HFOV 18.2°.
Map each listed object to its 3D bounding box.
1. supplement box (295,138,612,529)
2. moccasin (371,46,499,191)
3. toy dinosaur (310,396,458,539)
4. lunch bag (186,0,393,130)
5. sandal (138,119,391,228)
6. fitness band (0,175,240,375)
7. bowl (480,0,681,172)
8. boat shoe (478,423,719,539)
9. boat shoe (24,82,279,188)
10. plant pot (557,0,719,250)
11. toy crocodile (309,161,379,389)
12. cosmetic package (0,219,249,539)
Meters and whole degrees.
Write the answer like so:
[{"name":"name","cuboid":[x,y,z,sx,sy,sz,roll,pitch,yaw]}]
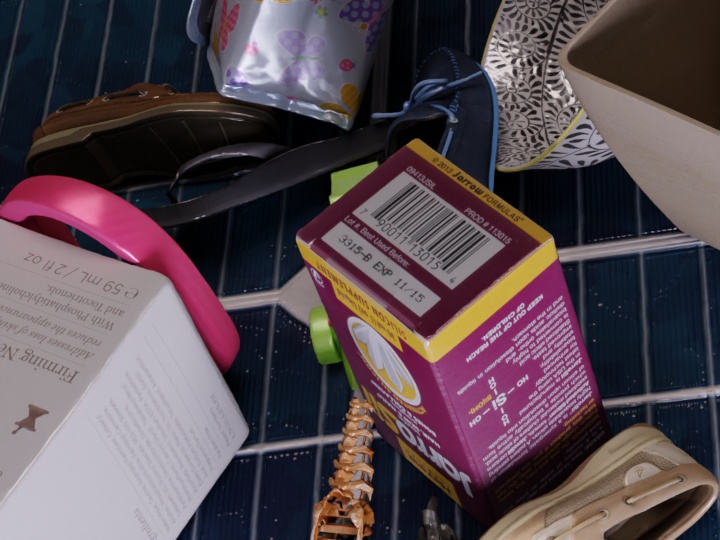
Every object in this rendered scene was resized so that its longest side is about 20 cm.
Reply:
[{"name":"supplement box","cuboid":[0.059,0.042,1.347,0.103,0.200,0.131,-39,49,-15]},{"name":"moccasin","cuboid":[0.052,-0.090,1.526,0.081,0.068,0.200,-49,28,32]},{"name":"toy dinosaur","cuboid":[0.004,0.181,1.283,0.102,0.136,0.201,25,103,19]},{"name":"lunch bag","cuboid":[-0.047,-0.214,1.602,0.127,0.170,0.200,15,19,-13]},{"name":"sandal","cuboid":[-0.074,-0.073,1.584,0.199,0.043,0.076,-21,2,-9]},{"name":"fitness band","cuboid":[-0.156,0.007,1.456,0.143,0.200,0.037,19,64,36]},{"name":"bowl","cuboid":[0.168,-0.147,1.524,0.094,0.201,0.201,19,44,-21]},{"name":"boat shoe","cuboid":[0.123,0.168,1.302,0.200,0.071,0.064,-40,48,-18]},{"name":"boat shoe","cuboid":[-0.152,-0.109,1.643,0.199,0.072,0.068,-6,45,17]},{"name":"plant pot","cuboid":[0.273,-0.101,1.410,0.199,0.177,0.200,29,64,36]},{"name":"toy crocodile","cuboid":[0.000,0.000,1.501,0.067,0.062,0.201,-10,47,11]},{"name":"cosmetic package","cuboid":[-0.207,0.106,1.411,0.167,0.167,0.200,17,59,31]}]
